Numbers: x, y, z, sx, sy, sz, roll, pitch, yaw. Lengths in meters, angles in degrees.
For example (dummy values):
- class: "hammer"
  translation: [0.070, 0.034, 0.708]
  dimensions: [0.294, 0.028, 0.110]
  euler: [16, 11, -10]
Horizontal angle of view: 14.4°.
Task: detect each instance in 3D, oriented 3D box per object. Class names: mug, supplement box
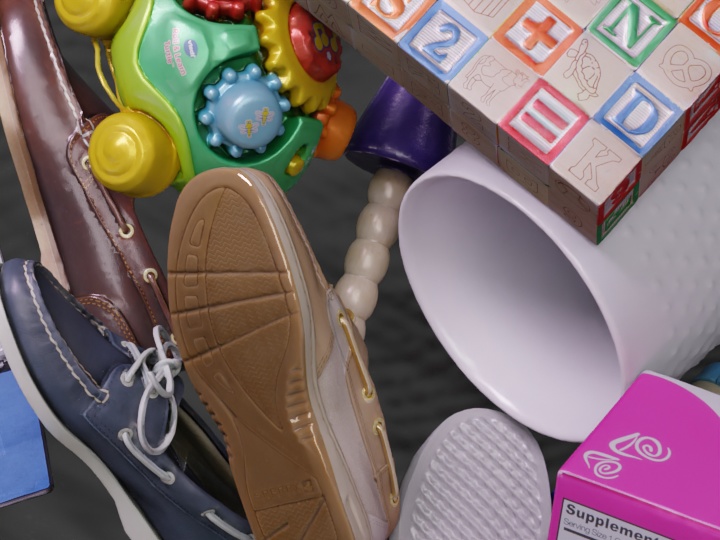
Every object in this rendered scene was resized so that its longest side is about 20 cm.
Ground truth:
- class: "mug"
  translation: [0.122, -0.049, 1.337]
  dimensions: [0.175, 0.147, 0.200]
  euler: [-36, 121, -28]
- class: "supplement box"
  translation: [0.138, 0.162, 1.264]
  dimensions: [0.103, 0.101, 0.201]
  euler: [20, 122, 20]

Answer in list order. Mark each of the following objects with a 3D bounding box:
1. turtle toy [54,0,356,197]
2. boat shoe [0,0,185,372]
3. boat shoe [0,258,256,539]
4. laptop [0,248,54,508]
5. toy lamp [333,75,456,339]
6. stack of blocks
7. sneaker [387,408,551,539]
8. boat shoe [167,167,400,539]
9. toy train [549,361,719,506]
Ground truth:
- class: "turtle toy"
  translation: [-0.064, -0.117, 1.335]
  dimensions: [0.101, 0.146, 0.201]
  euler: [-16, 81, 26]
- class: "boat shoe"
  translation: [-0.128, -0.041, 1.364]
  dimensions: [0.070, 0.070, 0.201]
  euler: [-16, 93, 4]
- class: "boat shoe"
  translation: [-0.102, 0.066, 1.306]
  dimensions: [0.062, 0.075, 0.200]
  euler: [-23, 119, 15]
- class: "laptop"
  translation: [-0.252, 0.036, 1.309]
  dimensions: [0.187, 0.116, 0.201]
  euler: [-16, 83, -4]
- class: "toy lamp"
  translation: [0.000, 0.000, 1.380]
  dimensions: [0.058, 0.058, 0.201]
  euler: [20, 79, -3]
- class: "stack of blocks"
  translation: [0.065, -0.121, 1.247]
  dimensions: [0.200, 0.059, 0.115]
  euler: [39, 80, 14]
- class: "sneaker"
  translation: [0.040, 0.166, 1.353]
  dimensions: [0.078, 0.079, 0.201]
  euler: [15, 59, -8]
- class: "boat shoe"
  translation: [-0.031, 0.044, 1.304]
  dimensions: [0.074, 0.069, 0.201]
  euler: [-6, 104, 33]
- class: "toy train"
  translation: [0.195, 0.148, 1.373]
  dimensions: [0.116, 0.085, 0.200]
  euler: [-41, 90, -26]
